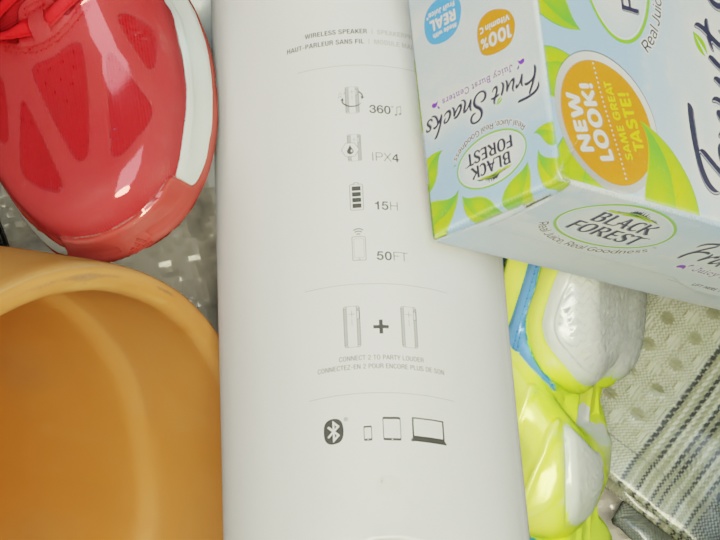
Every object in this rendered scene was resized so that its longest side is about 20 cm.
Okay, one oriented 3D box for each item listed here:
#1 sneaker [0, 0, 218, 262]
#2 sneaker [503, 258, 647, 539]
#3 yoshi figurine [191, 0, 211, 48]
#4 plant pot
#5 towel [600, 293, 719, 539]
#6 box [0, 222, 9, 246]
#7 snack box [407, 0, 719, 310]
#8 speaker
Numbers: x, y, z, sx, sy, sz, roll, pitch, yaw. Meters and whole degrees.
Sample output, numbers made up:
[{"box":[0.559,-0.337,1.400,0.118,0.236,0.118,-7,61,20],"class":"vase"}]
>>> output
[{"box":[-0.107,-0.103,0.690,0.078,0.115,0.201,-28,61,12],"class":"sneaker"},{"box":[0.026,0.040,0.743,0.104,0.076,0.202,0,76,20],"class":"sneaker"},{"box":[-0.051,-0.130,0.786,0.112,0.112,0.201,31,93,-8],"class":"yoshi figurine"},{"box":[-0.138,0.083,0.691,0.139,0.200,0.201,14,68,32],"class":"plant pot"},{"box":[0.179,0.036,0.800,0.192,0.035,0.200,37,72,7],"class":"towel"},{"box":[-0.169,-0.083,0.736,0.050,0.200,0.158,-31,74,-11],"class":"box"},{"box":[0.097,-0.064,0.723,0.199,0.053,0.143,13,62,-43],"class":"snack box"},{"box":[0.000,0.000,0.690,0.081,0.081,0.201,-2,61,-3],"class":"speaker"}]
